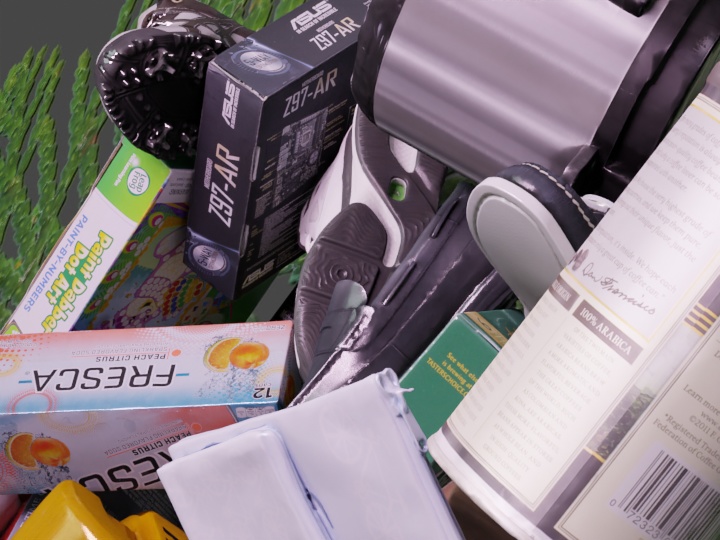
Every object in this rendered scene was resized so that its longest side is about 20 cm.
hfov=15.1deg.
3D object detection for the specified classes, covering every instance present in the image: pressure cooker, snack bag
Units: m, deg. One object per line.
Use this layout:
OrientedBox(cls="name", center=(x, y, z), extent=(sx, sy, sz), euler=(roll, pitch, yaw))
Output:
OrientedBox(cls="pressure cooker", center=(0.118, -0.108, 1.336), extent=(0.176, 0.200, 0.179), euler=(-60, -13, 3))
OrientedBox(cls="snack bag", center=(-0.004, 0.149, 1.226), extent=(0.021, 0.189, 0.200), euler=(-25, 2, -36))

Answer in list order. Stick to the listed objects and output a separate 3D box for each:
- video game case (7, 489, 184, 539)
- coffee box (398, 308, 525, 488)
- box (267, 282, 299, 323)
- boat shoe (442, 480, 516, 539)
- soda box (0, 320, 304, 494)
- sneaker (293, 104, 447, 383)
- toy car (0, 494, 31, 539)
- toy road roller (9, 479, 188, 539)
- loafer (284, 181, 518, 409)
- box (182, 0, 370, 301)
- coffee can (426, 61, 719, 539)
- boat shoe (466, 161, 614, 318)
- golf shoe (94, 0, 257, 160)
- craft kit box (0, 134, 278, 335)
OrientedBox(cls="video game case", center=(-0.156, 0.183, 1.549), extent=(0.019, 0.143, 0.200), euler=(9, 62, 37))
OrientedBox(cls="coffee box", center=(0.015, 0.105, 1.352), extent=(0.200, 0.044, 0.123), euler=(-50, -13, 10))
OrientedBox(cls="box", center=(-0.020, 0.073, 1.552), extent=(0.160, 0.044, 0.200), euler=(-54, 21, 0))
OrientedBox(cls="boat shoe", center=(0.055, 0.135, 1.282), extent=(0.068, 0.072, 0.200), euler=(-27, -16, -50))
OrientedBox(cls="soda box", center=(-0.129, 0.076, 1.477), extent=(0.200, 0.064, 0.068), euler=(-3, 40, 12))
OrientedBox(cls="sneaker", center=(0.000, 0.000, 1.497), extent=(0.115, 0.076, 0.201), euler=(120, 167, -59))
OrientedBox(cls="toy car", center=(-0.236, 0.141, 1.673), extent=(0.184, 0.200, 0.177), euler=(-53, 12, 3))
OrientedBox(cls="toy road roller", center=(-0.122, 0.198, 1.433), extent=(0.123, 0.146, 0.200), euler=(-51, 21, 8))
OrientedBox(cls="loafer", center=(0.008, 0.037, 1.385), extent=(0.201, 0.070, 0.068), euler=(-44, -14, -13))
OrientedBox(cls="box", center=(-0.013, -0.092, 1.573), extent=(0.200, 0.044, 0.160), euler=(-35, -30, -36))
OrientedBox(cls="coffee can", center=(0.144, 0.037, 1.113), extent=(0.200, 0.146, 0.146), euler=(-52, 21, 5))
OrientedBox(cls="boat shoe", center=(0.102, -0.002, 1.231), extent=(0.076, 0.200, 0.060), euler=(38, 78, 26))
OrientedBox(cls="golf shoe", center=(-0.108, -0.114, 1.539), extent=(0.078, 0.094, 0.200), euler=(-58, -23, 12))
OrientedBox(cls="craft kit box", center=(-0.121, 0.004, 1.636), extent=(0.198, 0.049, 0.200), euler=(-53, -23, 21))
